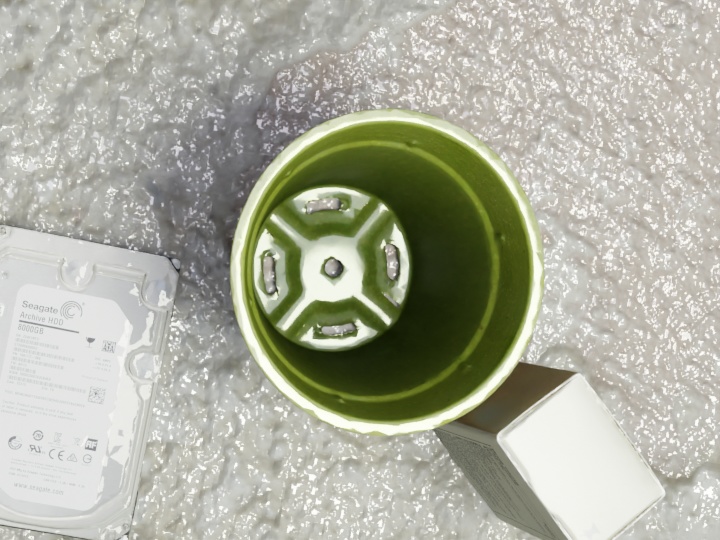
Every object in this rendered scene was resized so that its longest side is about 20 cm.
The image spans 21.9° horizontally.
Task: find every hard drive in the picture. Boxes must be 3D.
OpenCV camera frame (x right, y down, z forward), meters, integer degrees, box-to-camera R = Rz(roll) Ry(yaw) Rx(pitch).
[{"bbox_3d":[-0.207,0.077,1.266,0.139,0.038,0.201,12,87,-13],"label":"hard drive"}]

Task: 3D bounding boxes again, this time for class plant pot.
[{"bbox_3d":[0.000,0.000,1.232,0.199,0.190,0.201,0,91,-11],"label":"plant pot"}]

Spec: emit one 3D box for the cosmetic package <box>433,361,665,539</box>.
[{"bbox_3d":[0.119,0.122,1.254,0.071,0.200,0.105,-37,98,-9],"label":"cosmetic package"}]
